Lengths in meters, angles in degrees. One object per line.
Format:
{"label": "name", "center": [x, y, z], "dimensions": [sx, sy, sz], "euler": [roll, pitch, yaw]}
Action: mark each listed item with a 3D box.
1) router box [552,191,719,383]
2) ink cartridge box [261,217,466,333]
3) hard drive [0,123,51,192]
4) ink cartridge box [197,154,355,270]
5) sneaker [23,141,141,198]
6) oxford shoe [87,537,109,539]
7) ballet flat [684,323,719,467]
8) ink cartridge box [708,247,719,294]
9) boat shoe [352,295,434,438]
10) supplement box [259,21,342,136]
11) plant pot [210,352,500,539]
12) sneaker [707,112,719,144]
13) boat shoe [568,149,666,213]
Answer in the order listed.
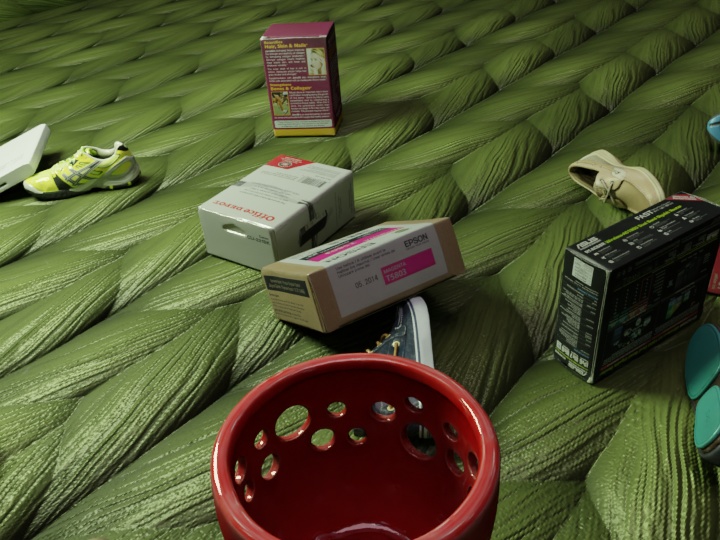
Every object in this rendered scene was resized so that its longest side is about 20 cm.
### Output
{"label": "router box", "center": [0.310, 0.016, 0.782], "dimensions": [0.200, 0.150, 0.062], "euler": [-23, 37, -26]}
{"label": "ink cartridge box", "center": [0.000, 0.000, 0.863], "dimensions": [0.200, 0.075, 0.165], "euler": [-22, 10, -25]}
{"label": "hard drive", "center": [-0.654, -0.201, 1.312], "dimensions": [0.132, 0.026, 0.200], "euler": [-28, 34, 3]}
{"label": "ink cartridge box", "center": [-0.121, -0.088, 1.056], "dimensions": [0.144, 0.084, 0.200], "euler": [17, 38, 28]}
{"label": "sneaker", "center": [-0.501, -0.183, 1.256], "dimensions": [0.199, 0.077, 0.075], "euler": [-14, 36, -9]}
{"label": "oxford shoe", "center": [-0.214, 0.276, 0.523], "dimensions": [0.070, 0.075, 0.200], "euler": [-8, 33, -4]}
{"label": "ballet flat", "center": [0.364, 0.128, 0.693], "dimensions": [0.073, 0.073, 0.200], "euler": [8, 29, 18]}
{"label": "ink cartridge box", "center": [0.542, -0.020, 0.866], "dimensions": [0.200, 0.084, 0.145], "euler": [15, 39, 28]}
{"label": "boat shoe", "center": [0.032, 0.097, 0.766], "dimensions": [0.091, 0.071, 0.200], "euler": [-1, 35, 0]}
{"label": "supplement box", "center": [-0.112, -0.376, 1.385], "dimensions": [0.130, 0.200, 0.103], "euler": [2, 34, 8]}
{"label": "plant pot", "center": [0.002, 0.190, 0.528], "dimensions": [0.200, 0.183, 0.201], "euler": [-4, 33, 3]}
{"label": "sneaker", "center": [0.697, -0.244, 1.215], "dimensions": [0.199, 0.073, 0.082], "euler": [4, 17, 3]}
{"label": "boat shoe", "center": [0.387, -0.126, 1.065], "dimensions": [0.065, 0.072, 0.200], "euler": [-19, 33, -6]}
